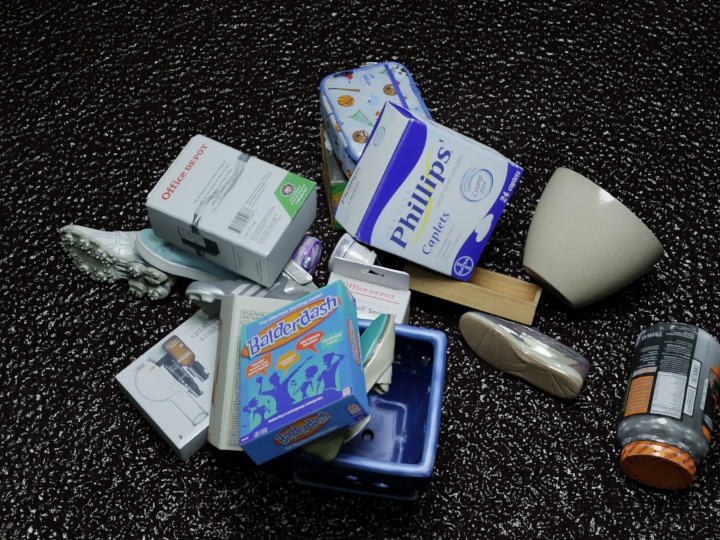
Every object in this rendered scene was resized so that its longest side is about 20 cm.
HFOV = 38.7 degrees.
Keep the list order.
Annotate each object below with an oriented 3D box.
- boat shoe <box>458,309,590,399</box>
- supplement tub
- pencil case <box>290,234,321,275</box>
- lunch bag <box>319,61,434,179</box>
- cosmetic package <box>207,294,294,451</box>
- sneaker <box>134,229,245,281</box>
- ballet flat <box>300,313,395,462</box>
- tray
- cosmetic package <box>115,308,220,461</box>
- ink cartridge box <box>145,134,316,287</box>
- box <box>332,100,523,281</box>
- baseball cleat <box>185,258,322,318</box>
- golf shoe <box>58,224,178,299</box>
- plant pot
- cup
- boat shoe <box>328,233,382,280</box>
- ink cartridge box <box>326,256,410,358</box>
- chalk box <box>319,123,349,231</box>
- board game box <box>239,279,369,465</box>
[{"bbox_3d":[0.235,0.111,1.470,0.199,0.073,0.065,28,48,23],"label":"boat shoe"},{"bbox_3d":[0.417,0.183,1.386,0.121,0.123,0.202,16,60,11],"label":"supplement tub"},{"bbox_3d":[-0.155,-0.038,1.561,0.198,0.084,0.086,22,94,15],"label":"pencil case"},{"bbox_3d":[0.029,-0.226,1.536,0.158,0.076,0.202,-13,58,-12],"label":"lunch bag"},{"bbox_3d":[-0.141,0.137,1.376,0.102,0.087,0.203,8,87,-21],"label":"cosmetic package"},{"bbox_3d":[-0.233,-0.033,1.511,0.198,0.083,0.074,20,33,-1],"label":"sneaker"},{"bbox_3d":[-0.003,0.145,1.242,0.069,0.070,0.201,29,67,18],"label":"ballet flat"},{"bbox_3d":[0.165,0.024,1.511,0.198,0.037,0.099,18,18,11],"label":"tray"},{"bbox_3d":[-0.223,0.148,1.459,0.200,0.052,0.151,-40,68,-22],"label":"cosmetic package"},{"bbox_3d":[-0.181,-0.087,1.450,0.198,0.083,0.147,24,59,14],"label":"ink cartridge box"},{"bbox_3d":[0.094,-0.109,1.440,0.198,0.186,0.105,19,15,-26],"label":"box"},{"bbox_3d":[-0.149,0.027,1.467,0.198,0.070,0.108,17,68,-19],"label":"baseball cleat"},{"bbox_3d":[-0.362,-0.027,1.570,0.198,0.079,0.098,24,43,9],"label":"golf shoe"},{"bbox_3d":[0.005,0.192,1.348,0.197,0.180,0.202,7,61,5],"label":"plant pot"},{"bbox_3d":[0.321,-0.030,1.503,0.200,0.200,0.144,40,91,23],"label":"cup"},{"bbox_3d":[0.000,0.000,1.469,0.065,0.200,0.072,29,77,9],"label":"boat shoe"},{"bbox_3d":[0.006,0.071,1.415,0.116,0.201,0.068,13,58,9],"label":"ink cartridge box"},{"bbox_3d":[0.043,-0.158,1.608,0.197,0.125,0.126,-7,57,-5],"label":"chalk box"},{"bbox_3d":[-0.071,0.117,1.226,0.151,0.045,0.201,-26,36,14],"label":"board game box"}]
